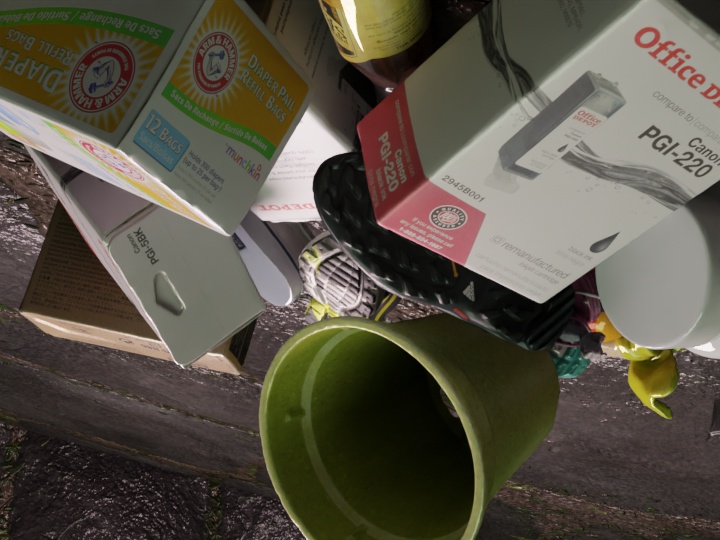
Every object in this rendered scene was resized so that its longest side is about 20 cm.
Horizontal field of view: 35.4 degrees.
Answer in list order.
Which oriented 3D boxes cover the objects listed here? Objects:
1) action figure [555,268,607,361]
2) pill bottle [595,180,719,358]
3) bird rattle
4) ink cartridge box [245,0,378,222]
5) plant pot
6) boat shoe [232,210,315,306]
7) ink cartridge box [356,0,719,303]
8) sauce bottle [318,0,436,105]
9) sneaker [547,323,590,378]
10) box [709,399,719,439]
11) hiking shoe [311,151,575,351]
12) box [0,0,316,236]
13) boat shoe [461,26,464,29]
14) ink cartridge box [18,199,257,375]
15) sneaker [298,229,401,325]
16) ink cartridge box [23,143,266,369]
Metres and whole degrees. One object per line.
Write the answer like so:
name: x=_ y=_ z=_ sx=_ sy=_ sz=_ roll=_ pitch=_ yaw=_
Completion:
action figure: x=0.136 y=0.008 z=0.891 sx=0.199 sy=0.134 sz=0.149 roll=22 pitch=160 yaw=-9
pill bottle: x=0.254 y=-0.002 z=0.714 sx=0.199 sy=0.114 sz=0.114 roll=-1 pitch=170 yaw=-32
bird rattle: x=0.212 y=0.038 z=1.020 sx=0.199 sy=0.113 sz=0.163 roll=21 pitch=151 yaw=22
ink cartridge box: x=-0.060 y=-0.117 z=0.779 sx=0.144 sy=0.084 sz=0.200 roll=0 pitch=153 yaw=34
plant pot: x=0.056 y=0.112 z=0.870 sx=0.200 sy=0.201 sz=0.184 roll=-2 pitch=-170 yaw=38
boat shoe: x=-0.092 y=-0.074 z=0.929 sx=0.202 sy=0.086 sz=0.075 roll=54 pitch=145 yaw=-12
ink cartridge box: x=0.118 y=-0.084 z=0.621 sx=0.145 sy=0.085 sz=0.200 roll=24 pitch=130 yaw=-35
sauce bottle: x=0.011 y=-0.153 z=0.663 sx=0.066 sy=0.066 sz=0.200 roll=9 pitch=156 yaw=17
sneaker: x=0.120 y=0.023 z=0.985 sx=0.200 sy=0.078 sz=0.091 roll=40 pitch=178 yaw=18
box: x=0.507 y=0.176 z=1.178 sx=0.200 sy=0.048 sz=0.193 roll=24 pitch=160 yaw=-23
hiking shoe: x=0.044 y=-0.008 z=0.742 sx=0.200 sy=0.075 sz=0.087 roll=35 pitch=173 yaw=-21
box: x=-0.143 y=-0.113 z=0.624 sx=0.200 sy=0.102 sz=0.112 roll=24 pitch=170 yaw=31
boat shoe: x=0.071 y=-0.092 z=0.733 sx=0.065 sy=0.075 sz=0.202 roll=-3 pitch=155 yaw=-14
ink cartridge box: x=-0.187 y=-0.008 z=1.032 sx=0.199 sy=0.165 sz=0.075 roll=11 pitch=161 yaw=12
sneaker: x=0.000 y=0.000 z=0.915 sx=0.074 sy=0.085 sz=0.200 roll=38 pitch=157 yaw=9
ink cartridge box: x=-0.171 y=-0.042 z=0.868 sx=0.200 sy=0.083 sz=0.147 roll=43 pitch=162 yaw=44
